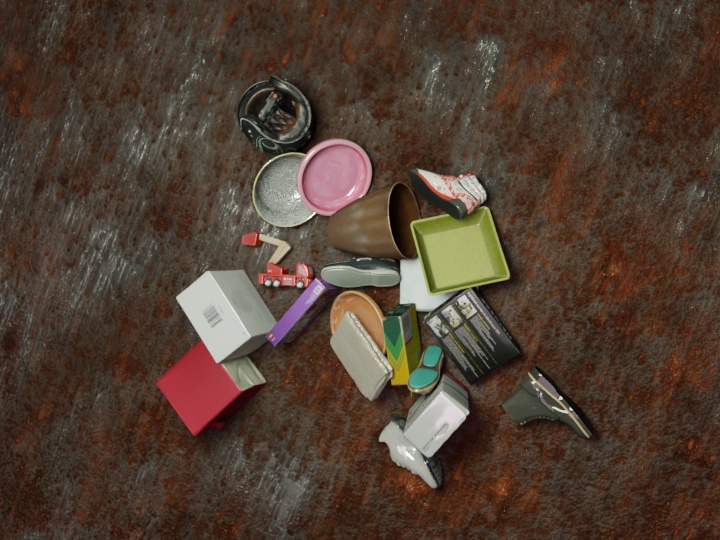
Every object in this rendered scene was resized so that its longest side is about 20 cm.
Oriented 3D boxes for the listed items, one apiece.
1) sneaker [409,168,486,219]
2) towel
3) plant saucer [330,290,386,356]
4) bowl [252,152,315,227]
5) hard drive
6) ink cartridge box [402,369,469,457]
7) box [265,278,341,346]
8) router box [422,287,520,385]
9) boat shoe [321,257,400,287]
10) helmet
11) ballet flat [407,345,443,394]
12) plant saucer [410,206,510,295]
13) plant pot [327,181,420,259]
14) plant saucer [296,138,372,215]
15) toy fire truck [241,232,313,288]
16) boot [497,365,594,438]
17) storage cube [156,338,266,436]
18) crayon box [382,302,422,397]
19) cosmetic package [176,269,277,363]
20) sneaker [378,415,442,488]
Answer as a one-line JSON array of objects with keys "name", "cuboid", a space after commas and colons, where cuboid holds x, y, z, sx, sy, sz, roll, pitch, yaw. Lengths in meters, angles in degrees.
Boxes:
[{"name": "sneaker", "cuboid": [0.219, -0.208, 1.683, 0.107, 0.068, 0.201, -33, 52, -20]}, {"name": "towel", "cuboid": [0.001, 0.209, 1.671, 0.201, 0.034, 0.133, 54, 138, 25]}, {"name": "plant saucer", "cuboid": [0.002, 0.146, 1.710, 0.199, 0.037, 0.202, 16, 112, 43]}, {"name": "bowl", "cuboid": [-0.193, -0.224, 1.757, 0.201, 0.200, 0.094, -50, 38, 10]}, {"name": "hard drive", "cuboid": [0.198, 0.033, 1.699, 0.198, 0.033, 0.141, 1, 90, 15]}, {"name": "ink cartridge box", "cuboid": [0.181, 0.334, 1.613, 0.083, 0.200, 0.146, 40, 99, 3]}, {"name": "box", "cuboid": [-0.143, 0.104, 1.739, 0.039, 0.137, 0.200, 44, 100, 13]}, {"name": "router box", "cuboid": [0.268, 0.155, 1.648, 0.149, 0.051, 0.201, -37, 91, 18]}, {"name": "boat shoe", "cuboid": [0.000, 0.000, 1.706, 0.198, 0.076, 0.061, 6, 49, -8]}, {"name": "helmet", "cuboid": [-0.216, -0.391, 1.734, 0.198, 0.191, 0.202, -2, 96, -15]}, {"name": "ballet flat", "cuboid": [0.161, 0.255, 1.632, 0.070, 0.200, 0.066, 10, 116, 20]}, {"name": "plant saucer", "cuboid": [0.236, -0.041, 1.640, 0.197, 0.048, 0.202, -12, 66, -2]}, {"name": "plant pot", "cuboid": [0.025, -0.109, 1.687, 0.198, 0.186, 0.189, -7, 88, 29]}, {"name": "plant saucer", "cuboid": [-0.070, -0.239, 1.717, 0.201, 0.200, 0.051, -51, 35, 9]}, {"name": "toy fire truck", "cuboid": [-0.217, -0.027, 1.805, 0.198, 0.049, 0.143, 3, 90, 15]}, {"name": "boot", "cuboid": [0.440, 0.348, 1.619, 0.138, 0.077, 0.200, -48, 65, 15]}, {"name": "storage cube", "cuboid": [-0.386, 0.296, 1.789, 0.180, 0.171, 0.200, -42, 79, 10]}, {"name": "crayon box", "cuboid": [0.107, 0.193, 1.660, 0.050, 0.127, 0.202, -5, 100, 22]}, {"name": "cosmetic package", "cuboid": [-0.336, 0.113, 1.759, 0.123, 0.200, 0.200, -37, 81, 15]}, {"name": "sneaker", "cuboid": [0.128, 0.464, 1.708, 0.087, 0.074, 0.200, -47, 72, 23]}]
